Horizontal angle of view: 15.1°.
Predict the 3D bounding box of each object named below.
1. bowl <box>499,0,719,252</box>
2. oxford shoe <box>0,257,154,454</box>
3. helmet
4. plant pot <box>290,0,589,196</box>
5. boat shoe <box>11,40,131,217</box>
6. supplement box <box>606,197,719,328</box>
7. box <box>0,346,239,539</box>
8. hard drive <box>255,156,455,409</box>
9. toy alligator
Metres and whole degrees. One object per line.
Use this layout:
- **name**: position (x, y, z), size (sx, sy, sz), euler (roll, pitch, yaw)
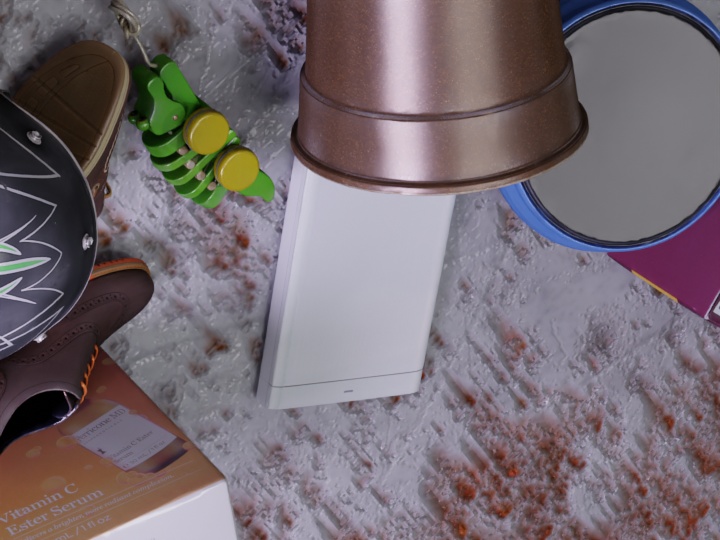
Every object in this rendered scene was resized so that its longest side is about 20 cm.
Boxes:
- **bowl**: position (0.189, -0.108, 1.975), size (0.200, 0.039, 0.201), euler (-5, 106, -16)
- **oxford shoe**: position (-0.199, 0.063, 1.796), size (0.200, 0.073, 0.071), euler (-39, 155, -33)
- **helmet**: position (-0.265, -0.026, 1.635), size (0.200, 0.191, 0.200), euler (-7, 111, -20)
- **plant pot**: position (0.046, -0.180, 1.781), size (0.200, 0.200, 0.199), euler (-18, 119, -25)
- **boat shoe**: position (-0.200, -0.057, 1.769), size (0.200, 0.072, 0.072), euler (-65, 160, 10)
- **supplement box**: position (0.311, 0.005, 2.095), size (0.200, 0.131, 0.103), euler (28, 96, -39)
- **box**: position (-0.190, 0.158, 1.794), size (0.152, 0.200, 0.106), euler (-24, 127, -22)
- **hard drive**: position (0.000, 0.000, 1.952), size (0.132, 0.027, 0.200), euler (-5, 116, -32)
- **toy alligator**: position (-0.125, -0.097, 1.793), size (0.054, 0.059, 0.200), euler (-45, 130, -6)
